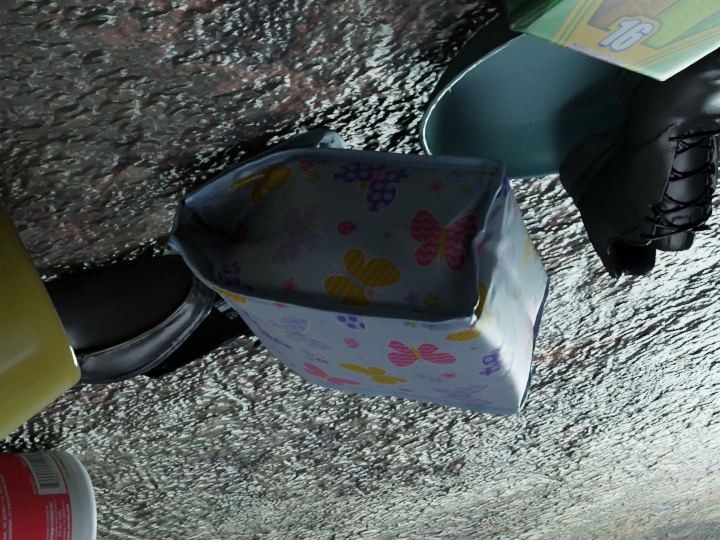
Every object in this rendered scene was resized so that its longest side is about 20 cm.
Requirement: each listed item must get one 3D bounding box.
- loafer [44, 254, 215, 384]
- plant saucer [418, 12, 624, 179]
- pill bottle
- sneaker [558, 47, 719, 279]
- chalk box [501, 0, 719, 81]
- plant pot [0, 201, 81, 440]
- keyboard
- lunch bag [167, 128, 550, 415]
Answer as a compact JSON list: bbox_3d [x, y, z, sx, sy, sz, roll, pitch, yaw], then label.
[{"bbox_3d":[-0.187,0.037,1.053,0.200,0.073,0.072,-25,152,19],"label":"loafer"},{"bbox_3d":[0.126,-0.114,0.936,0.200,0.036,0.200,-13,159,-5],"label":"plant saucer"},{"bbox_3d":[-0.324,0.205,1.313,0.200,0.112,0.112,1,153,-35],"label":"pill bottle"},{"bbox_3d":[0.178,-0.062,0.929,0.076,0.091,0.200,-8,156,-13],"label":"sneaker"},{"bbox_3d":[0.152,-0.185,0.660,0.200,0.124,0.124,-32,153,36],"label":"chalk box"},{"bbox_3d":[-0.263,0.042,0.877,0.189,0.201,0.201,-27,161,-14],"label":"plant pot"},{"bbox_3d":[-0.080,0.011,1.118,0.200,0.040,0.104,-27,145,12],"label":"keyboard"},{"bbox_3d":[0.000,0.000,0.988,0.200,0.127,0.170,4,158,19],"label":"lunch bag"}]
